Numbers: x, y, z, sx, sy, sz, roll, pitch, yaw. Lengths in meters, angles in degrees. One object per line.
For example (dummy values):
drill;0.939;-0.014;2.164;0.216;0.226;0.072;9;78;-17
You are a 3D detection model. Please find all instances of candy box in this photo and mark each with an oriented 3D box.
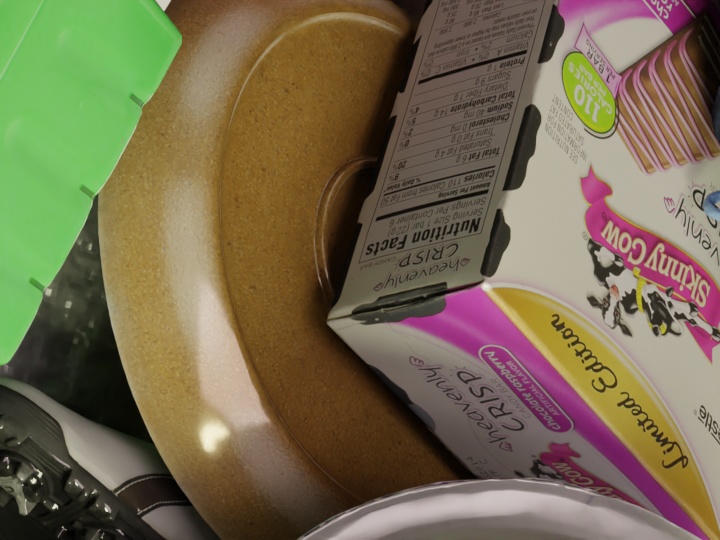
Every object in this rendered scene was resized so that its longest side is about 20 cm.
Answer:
candy box;0.073;-0.027;0.887;0.136;0.061;0.201;46;46;-34

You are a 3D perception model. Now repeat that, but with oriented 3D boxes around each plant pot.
plant pot;0.000;0.000;0.858;0.200;0.027;0.201;22;61;-47

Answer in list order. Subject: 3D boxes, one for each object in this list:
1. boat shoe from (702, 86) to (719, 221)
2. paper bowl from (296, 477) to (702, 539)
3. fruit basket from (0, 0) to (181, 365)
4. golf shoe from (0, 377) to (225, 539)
boat shoe;0.143;-0.048;0.886;0.084;0.068;0.201;38;43;-59
paper bowl;0.042;0.151;0.746;0.200;0.104;0.202;6;65;-13
fruit basket;-0.157;-0.070;0.750;0.200;0.094;0.186;32;76;-23
golf shoe;-0.050;0.074;0.857;0.200;0.078;0.095;42;53;-34
